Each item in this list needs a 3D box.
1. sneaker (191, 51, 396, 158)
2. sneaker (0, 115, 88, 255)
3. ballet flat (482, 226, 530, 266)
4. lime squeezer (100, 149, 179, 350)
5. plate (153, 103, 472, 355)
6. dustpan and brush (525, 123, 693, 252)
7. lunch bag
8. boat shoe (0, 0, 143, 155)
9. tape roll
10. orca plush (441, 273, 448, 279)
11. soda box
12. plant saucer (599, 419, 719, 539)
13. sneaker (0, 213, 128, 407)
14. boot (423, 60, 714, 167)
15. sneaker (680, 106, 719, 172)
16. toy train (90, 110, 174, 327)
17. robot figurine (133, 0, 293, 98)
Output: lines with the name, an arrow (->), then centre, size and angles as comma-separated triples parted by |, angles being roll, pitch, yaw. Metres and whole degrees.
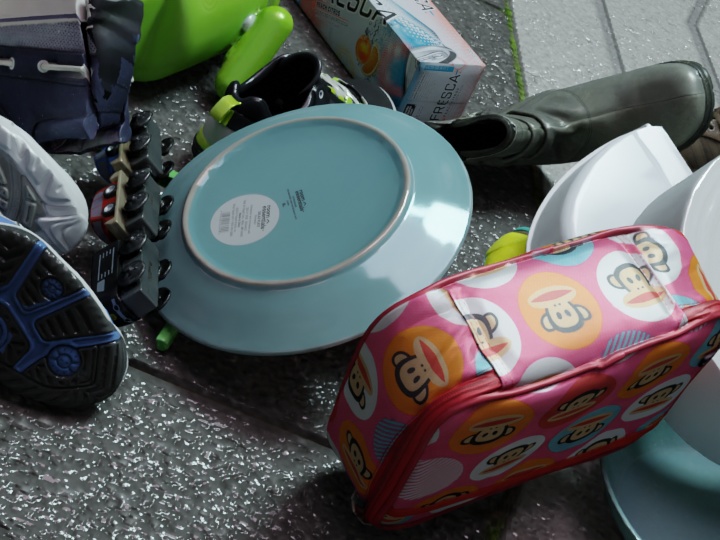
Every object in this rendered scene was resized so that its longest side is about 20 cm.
sneaker -> -0.032, -0.112, 1.027 | 0.072, 0.083, 0.200 | 39, 36, 20
sneaker -> -0.239, -0.080, 0.866 | 0.200, 0.078, 0.099 | 33, 18, -1
ballet flat -> 0.167, 0.042, 0.973 | 0.200, 0.067, 0.067 | 28, 55, 9
lime squeezer -> -0.111, -0.030, 0.908 | 0.071, 0.038, 0.200 | 4, 40, -27
plate -> -0.035, -0.035, 0.857 | 0.200, 0.026, 0.200 | -8, 47, 9
dustpan and brush -> 0.137, 0.001, 0.933 | 0.200, 0.057, 0.140 | -22, 74, -28
lunch bag -> 0.082, 0.063, 0.787 | 0.200, 0.176, 0.082 | -15, 62, -25
boat shoe -> -0.220, -0.117, 0.912 | 0.200, 0.093, 0.075 | 0, -1, 37
tape roll -> 0.258, 0.023, 0.896 | 0.202, 0.071, 0.203 | 9, 66, -22
orca plush -> 0.000, 0.000, 0.899 | 0.071, 0.105, 0.200 | -12, 69, -29
soda box -> 0.017, -0.197, 1.191 | 0.068, 0.064, 0.200 | -2, 42, -34
plant saucer -> 0.225, 0.153, 0.873 | 0.200, 0.036, 0.200 | 17, 34, -12
sneaker -> -0.201, -0.005, 0.784 | 0.200, 0.076, 0.077 | 40, 8, 0
boot -> 0.143, -0.101, 1.069 | 0.131, 0.200, 0.068 | -12, 92, -42
sneaker -> 0.301, -0.113, 1.243 | 0.200, 0.076, 0.070 | 22, 34, -5
toy train -> -0.134, -0.034, 0.861 | 0.034, 0.046, 0.200 | 52, 17, -32
robot figurine -> -0.132, -0.205, 1.060 | 0.175, 0.116, 0.200 | 35, 35, 13
